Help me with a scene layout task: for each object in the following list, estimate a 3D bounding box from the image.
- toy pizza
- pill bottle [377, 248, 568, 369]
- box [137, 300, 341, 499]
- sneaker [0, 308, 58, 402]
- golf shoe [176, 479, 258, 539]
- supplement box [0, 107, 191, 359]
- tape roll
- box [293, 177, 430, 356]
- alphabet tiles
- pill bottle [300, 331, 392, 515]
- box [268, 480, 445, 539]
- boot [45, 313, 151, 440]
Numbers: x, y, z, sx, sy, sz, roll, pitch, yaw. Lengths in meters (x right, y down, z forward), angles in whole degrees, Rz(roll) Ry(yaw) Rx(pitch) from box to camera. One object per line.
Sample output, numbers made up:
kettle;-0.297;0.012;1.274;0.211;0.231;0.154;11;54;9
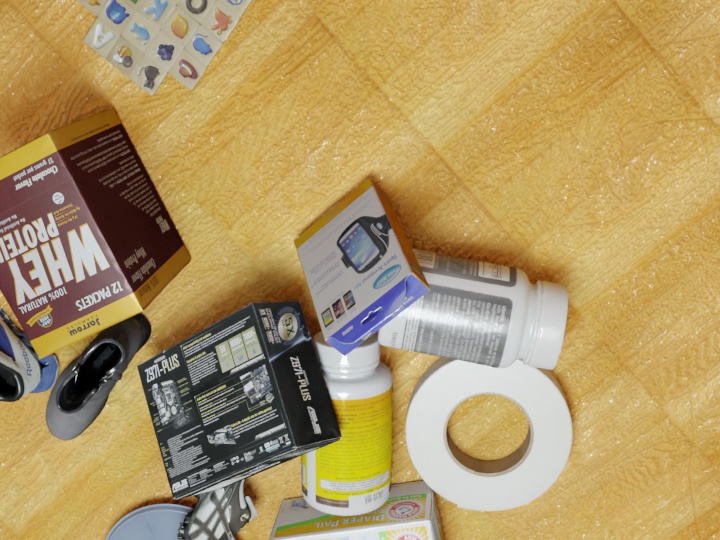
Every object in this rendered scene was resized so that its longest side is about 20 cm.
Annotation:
toy pizza;-0.238;0.388;1.310;0.198;0.032;0.202;2;105;7
pill bottle;0.125;0.046;1.135;0.198;0.114;0.115;11;106;3
box;-0.140;0.147;1.145;0.199;0.086;0.165;-28;74;32
sneaker;-0.461;0.088;1.206;0.199;0.115;0.081;38;105;-3
golf shoe;-0.174;0.310;1.233;0.094;0.078;0.202;15;82;-10
supplement box;-0.309;-0.047;1.111;0.132;0.197;0.201;-24;103;12
tape roll;0.152;0.189;1.212;0.200;0.037;0.205;1;105;5
box;0.000;0.000;1.097;0.119;0.201;0.041;-38;131;15
alphabet tiles;-0.218;-0.306;1.131;0.166;0.006;0.201;37;106;-5
pill bottle;-0.016;0.174;1.187;0.108;0.109;0.202;2;105;5
box;0.002;0.338;1.234;0.198;0.101;0.114;-9;105;8
boot;-0.331;0.138;1.198;0.069;0.132;0.201;33;106;-4
